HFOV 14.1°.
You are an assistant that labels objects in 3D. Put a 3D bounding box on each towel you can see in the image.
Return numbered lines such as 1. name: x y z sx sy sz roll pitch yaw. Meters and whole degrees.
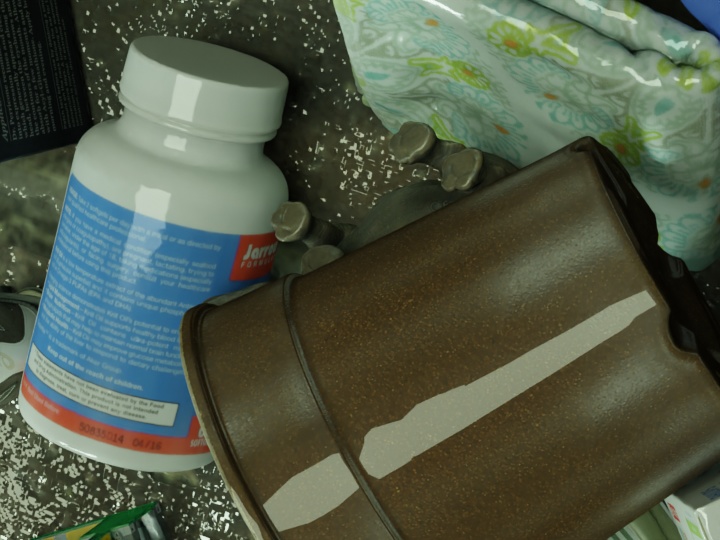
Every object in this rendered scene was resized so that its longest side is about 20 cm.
1. towel: 0.079 -0.084 1.349 0.199 0.171 0.048 25 71 18

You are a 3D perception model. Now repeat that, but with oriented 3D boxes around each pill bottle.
1. pill bottle: -0.099 -0.010 1.465 0.112 0.112 0.201 21 108 19

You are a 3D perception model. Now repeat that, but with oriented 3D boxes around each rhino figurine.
1. rhino figurine: 0.000 0.000 1.386 0.199 0.087 0.060 -31 52 26

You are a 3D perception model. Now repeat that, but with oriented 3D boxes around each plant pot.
1. plant pot: 0.057 0.055 1.279 0.198 0.200 0.201 -30 86 11

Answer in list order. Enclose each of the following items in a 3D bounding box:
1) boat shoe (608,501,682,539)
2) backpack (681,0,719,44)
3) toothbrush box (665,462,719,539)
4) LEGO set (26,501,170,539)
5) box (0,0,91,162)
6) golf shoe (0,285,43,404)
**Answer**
1. boat shoe: 0.112 0.114 1.420 0.200 0.062 0.072 43 113 12
2. backpack: 0.239 -0.151 1.264 0.200 0.162 0.168 -37 89 23
3. toothbrush box: 0.244 0.096 1.276 0.199 0.146 0.086 -25 90 1
4. LEGO set: -0.158 0.204 1.497 0.153 0.200 0.117 -18 93 5
5. box: -0.252 -0.095 1.470 0.148 0.200 0.108 -8 95 25
6. golf shoe: -0.253 0.049 1.555 0.199 0.094 0.078 -13 95 27
